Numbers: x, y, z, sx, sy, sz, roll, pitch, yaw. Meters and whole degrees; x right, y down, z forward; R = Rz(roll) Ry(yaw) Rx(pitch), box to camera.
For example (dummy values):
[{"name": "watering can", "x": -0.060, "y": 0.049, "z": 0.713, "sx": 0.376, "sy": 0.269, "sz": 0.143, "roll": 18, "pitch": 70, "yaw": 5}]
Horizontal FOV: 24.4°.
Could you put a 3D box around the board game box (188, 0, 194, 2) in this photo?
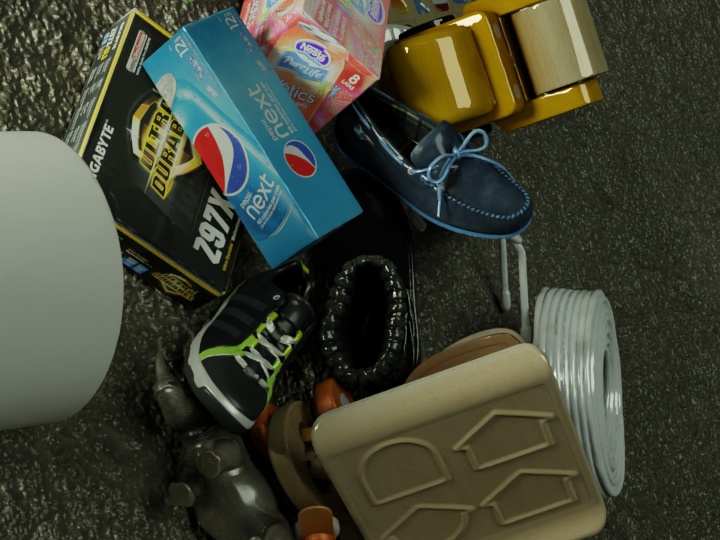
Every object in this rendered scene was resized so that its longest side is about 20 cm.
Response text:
[{"name": "board game box", "x": -0.201, "y": -0.349, "z": 1.453, "sx": 0.200, "sy": 0.040, "sz": 0.153, "roll": 31, "pitch": 51, "yaw": -30}]

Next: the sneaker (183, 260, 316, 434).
[{"name": "sneaker", "x": -0.079, "y": 0.047, "z": 1.305, "sx": 0.072, "sy": 0.083, "sz": 0.200, "roll": 46, "pitch": 24, "yaw": -19}]

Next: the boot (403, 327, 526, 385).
[{"name": "boot", "x": 0.082, "y": 0.089, "z": 1.360, "sx": 0.070, "sy": 0.200, "sz": 0.146, "roll": 49, "pitch": 31, "yaw": 0}]

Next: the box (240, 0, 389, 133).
[{"name": "box", "x": -0.041, "y": -0.221, "z": 1.469, "sx": 0.095, "sy": 0.103, "sz": 0.200, "roll": 39, "pitch": 31, "yaw": -23}]

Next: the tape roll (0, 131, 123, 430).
[{"name": "tape roll", "x": -0.269, "y": 0.009, "z": 1.087, "sx": 0.139, "sy": 0.202, "sz": 0.203, "roll": -6, "pitch": 74, "yaw": -46}]

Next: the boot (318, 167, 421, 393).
[{"name": "boot", "x": 0.003, "y": 0.000, "z": 1.395, "sx": 0.158, "sy": 0.079, "sz": 0.212, "roll": 42, "pitch": 33, "yaw": -74}]

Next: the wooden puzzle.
[{"name": "wooden puzzle", "x": 0.078, "y": 0.150, "z": 1.281, "sx": 0.046, "sy": 0.185, "sz": 0.200, "roll": -102, "pitch": 169, "yaw": -53}]

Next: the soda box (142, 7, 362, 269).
[{"name": "soda box", "x": -0.087, "y": -0.108, "z": 1.350, "sx": 0.068, "sy": 0.064, "sz": 0.200, "roll": -32, "pitch": 89, "yaw": -49}]

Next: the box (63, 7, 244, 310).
[{"name": "box", "x": -0.160, "y": -0.090, "z": 1.359, "sx": 0.160, "sy": 0.049, "sz": 0.200, "roll": 37, "pitch": 48, "yaw": -28}]

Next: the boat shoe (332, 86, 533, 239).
[{"name": "boat shoe", "x": 0.057, "y": -0.093, "z": 1.421, "sx": 0.200, "sy": 0.069, "sz": 0.084, "roll": 26, "pitch": 49, "yaw": 18}]

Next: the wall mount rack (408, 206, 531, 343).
[{"name": "wall mount rack", "x": 0.112, "y": -0.027, "z": 1.541, "sx": 0.174, "sy": 0.075, "sz": 0.200, "roll": 45, "pitch": 9, "yaw": -14}]

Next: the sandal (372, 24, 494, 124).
[{"name": "sandal", "x": 0.076, "y": -0.179, "z": 1.630, "sx": 0.202, "sy": 0.050, "sz": 0.083, "roll": 16, "pitch": 75, "yaw": -25}]

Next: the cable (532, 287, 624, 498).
[{"name": "cable", "x": 0.200, "y": 0.114, "z": 1.537, "sx": 0.200, "sy": 0.069, "sz": 0.200, "roll": 70, "pitch": 23, "yaw": -47}]

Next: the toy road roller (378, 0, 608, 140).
[{"name": "toy road roller", "x": 0.110, "y": -0.181, "z": 1.507, "sx": 0.146, "sy": 0.200, "sz": 0.123, "roll": -24, "pitch": 96, "yaw": -63}]

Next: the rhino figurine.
[{"name": "rhino figurine", "x": -0.112, "y": 0.152, "z": 1.270, "sx": 0.200, "sy": 0.060, "sz": 0.087, "roll": 63, "pitch": 14, "yaw": 1}]

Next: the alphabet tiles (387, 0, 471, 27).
[{"name": "alphabet tiles", "x": 0.065, "y": -0.256, "z": 1.695, "sx": 0.166, "sy": 0.006, "sz": 0.200, "roll": -17, "pitch": 83, "yaw": -47}]

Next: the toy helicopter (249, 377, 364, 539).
[{"name": "toy helicopter", "x": -0.017, "y": 0.194, "z": 1.330, "sx": 0.200, "sy": 0.079, "sz": 0.132, "roll": 58, "pitch": 20, "yaw": -28}]
